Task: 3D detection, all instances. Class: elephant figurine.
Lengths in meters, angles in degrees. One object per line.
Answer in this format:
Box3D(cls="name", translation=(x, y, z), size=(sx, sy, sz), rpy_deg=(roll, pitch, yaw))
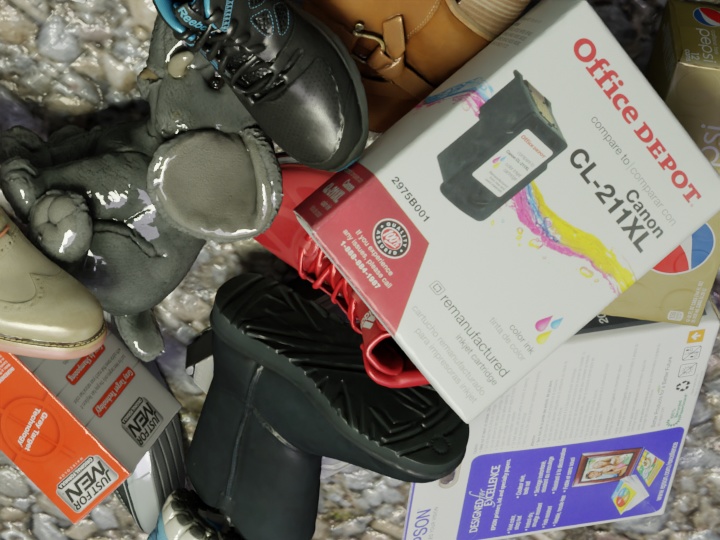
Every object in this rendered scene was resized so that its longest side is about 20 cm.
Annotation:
Box3D(cls="elephant figurine", translation=(-0.104, -0.072, 1.411), size=(0.199, 0.142, 0.155), rpy_deg=(-33, 155, 7))

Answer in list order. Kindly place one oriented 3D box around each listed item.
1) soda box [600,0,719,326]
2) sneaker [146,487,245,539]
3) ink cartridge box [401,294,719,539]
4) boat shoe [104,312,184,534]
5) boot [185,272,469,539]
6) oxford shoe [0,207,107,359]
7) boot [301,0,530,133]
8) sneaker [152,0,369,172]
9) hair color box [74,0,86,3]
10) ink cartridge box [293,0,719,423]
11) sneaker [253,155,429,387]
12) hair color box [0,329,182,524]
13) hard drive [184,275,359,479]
Box3D(cls="soda box", translation=(0.196, -0.062, 1.449), size=(0.067, 0.064, 0.201), rpy_deg=(8, 132, -6))
Box3D(cls="sneaker", translation=(-0.110, 0.199, 1.618), size=(0.090, 0.078, 0.200), rpy_deg=(-50, 161, 5))
Box3D(cls="ink cartridge box", translation=(0.122, 0.100, 1.567), size=(0.198, 0.044, 0.199), rpy_deg=(-9, 137, -16))
Box3D(cls="boat shoe", translation=(-0.170, 0.093, 1.595), size=(0.070, 0.072, 0.201), rpy_deg=(-5, 121, 16))
Box3D(cls="boot", translation=(-0.024, 0.114, 1.507), size=(0.199, 0.076, 0.169), rpy_deg=(33, 136, 24))
Box3D(cls="oxford shoe", translation=(-0.227, -0.018, 1.343), size=(0.199, 0.071, 0.074), rpy_deg=(28, 125, 5))
Box3D(cls="boot", translation=(-0.009, -0.163, 1.357), size=(0.199, 0.074, 0.155), rpy_deg=(31, 126, -23))
Box3D(cls="sneaker", translation=(-0.071, -0.131, 1.310), size=(0.073, 0.082, 0.201), rpy_deg=(-29, 102, 33))
Box3D(cls="hair color box", translation=(-0.168, -0.251, 1.288), size=(0.099, 0.061, 0.201), rpy_deg=(15, 130, -12))
Box3D(cls="ink cartridge box", translation=(0.085, -0.038, 1.340), size=(0.200, 0.083, 0.146), rpy_deg=(-40, 101, -1))
Box3D(cls="sneaker", translation=(0.000, 0.000, 1.438), size=(0.199, 0.116, 0.079), rpy_deg=(20, 120, 12))
Box3D(cls="hair color box", translation=(-0.212, 0.050, 1.481), size=(0.200, 0.102, 0.061), rpy_deg=(46, 117, -5))
Box3D(cls="hard drive", translation=(0.002, 0.055, 1.572), size=(0.199, 0.038, 0.140), rpy_deg=(-27, 125, 23))
